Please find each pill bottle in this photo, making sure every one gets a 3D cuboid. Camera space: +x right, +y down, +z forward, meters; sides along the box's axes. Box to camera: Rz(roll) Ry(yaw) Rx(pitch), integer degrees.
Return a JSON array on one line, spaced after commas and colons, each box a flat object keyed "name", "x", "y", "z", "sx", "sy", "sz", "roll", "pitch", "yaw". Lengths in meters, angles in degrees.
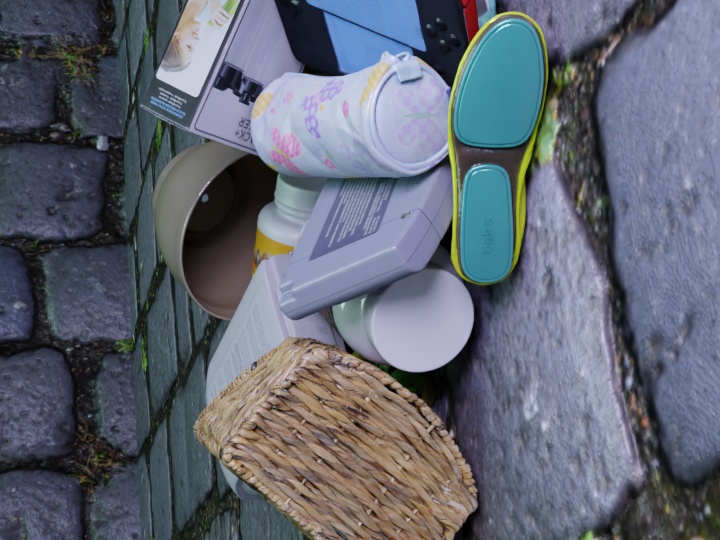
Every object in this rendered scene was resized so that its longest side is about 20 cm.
[{"name": "pill bottle", "x": -0.058, "y": -0.002, "z": 1.286, "sx": 0.109, "sy": 0.109, "sz": 0.201, "roll": -124, "pitch": 38, "yaw": -60}, {"name": "pill bottle", "x": 0.019, "y": 0.012, "z": 1.038, "sx": 0.200, "sy": 0.113, "sz": 0.113, "roll": -136, "pitch": 49, "yaw": -66}]

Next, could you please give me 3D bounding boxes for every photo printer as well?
[{"name": "photo printer", "x": -0.088, "y": 0.110, "z": 1.190, "sx": 0.200, "sy": 0.069, "sz": 0.167, "roll": -61, "pitch": 34, "yaw": 35}]

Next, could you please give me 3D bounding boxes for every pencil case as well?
[{"name": "pencil case", "x": -0.011, "y": -0.118, "z": 0.974, "sx": 0.200, "sy": 0.083, "sz": 0.091, "roll": 4, "pitch": 123, "yaw": 58}]

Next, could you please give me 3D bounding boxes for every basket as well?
[{"name": "basket", "x": -0.017, "y": 0.149, "z": 1.016, "sx": 0.143, "sy": 0.200, "sz": 0.149, "roll": -50, "pitch": 13, "yaw": -11}]

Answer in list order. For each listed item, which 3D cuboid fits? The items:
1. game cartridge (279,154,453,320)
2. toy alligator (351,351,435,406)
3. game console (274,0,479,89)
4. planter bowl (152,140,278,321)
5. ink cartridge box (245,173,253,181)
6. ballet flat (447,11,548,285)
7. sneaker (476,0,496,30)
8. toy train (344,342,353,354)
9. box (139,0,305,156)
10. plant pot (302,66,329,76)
[{"name": "game cartridge", "x": 0.017, "y": -0.048, "z": 0.968, "sx": 0.042, "sy": 0.133, "sz": 0.200, "roll": 57, "pitch": -149, "yaw": -26}, {"name": "toy alligator", "x": 0.023, "y": 0.073, "z": 1.113, "sx": 0.200, "sy": 0.059, "sz": 0.054, "roll": -118, "pitch": 33, "yaw": -56}, {"name": "game console", "x": 0.007, "y": -0.191, "z": 0.936, "sx": 0.200, "sy": 0.031, "sz": 0.177, "roll": 29, "pitch": 152, "yaw": 29}, {"name": "planter bowl", "x": -0.145, "y": -0.063, "z": 1.351, "sx": 0.135, "sy": 0.200, "sz": 0.201, "roll": 32, "pitch": 124, "yaw": 43}, {"name": "ink cartridge box", "x": -0.122, "y": -0.174, "z": 1.527, "sx": 0.200, "sy": 0.087, "sz": 0.146, "roll": -175, "pitch": 85, "yaw": -74}, {"name": "ballet flat", "x": 0.094, "y": -0.089, "z": 0.896, "sx": 0.067, "sy": 0.067, "sz": 0.201, "roll": -79, "pitch": -6, "yaw": -72}, {"name": "sneaker", "x": 0.044, "y": -0.188, "z": 0.995, "sx": 0.200, "sy": 0.091, "sz": 0.078, "roll": -154, "pitch": 65, "yaw": -70}, {"name": "toy train", "x": 0.000, "y": 0.000, "z": 1.218, "sx": 0.046, "sy": 0.034, "sz": 0.201, "roll": -112, "pitch": 25, "yaw": -74}, {"name": "box", "x": -0.092, "y": -0.205, "z": 1.037, "sx": 0.060, "sy": 0.117, "sz": 0.200, "roll": 29, "pitch": 96, "yaw": 28}, {"name": "plant pot", "x": -0.048, "y": -0.278, "z": 1.192, "sx": 0.200, "sy": 0.186, "sz": 0.188, "roll": -99, "pitch": 11, "yaw": -83}]
